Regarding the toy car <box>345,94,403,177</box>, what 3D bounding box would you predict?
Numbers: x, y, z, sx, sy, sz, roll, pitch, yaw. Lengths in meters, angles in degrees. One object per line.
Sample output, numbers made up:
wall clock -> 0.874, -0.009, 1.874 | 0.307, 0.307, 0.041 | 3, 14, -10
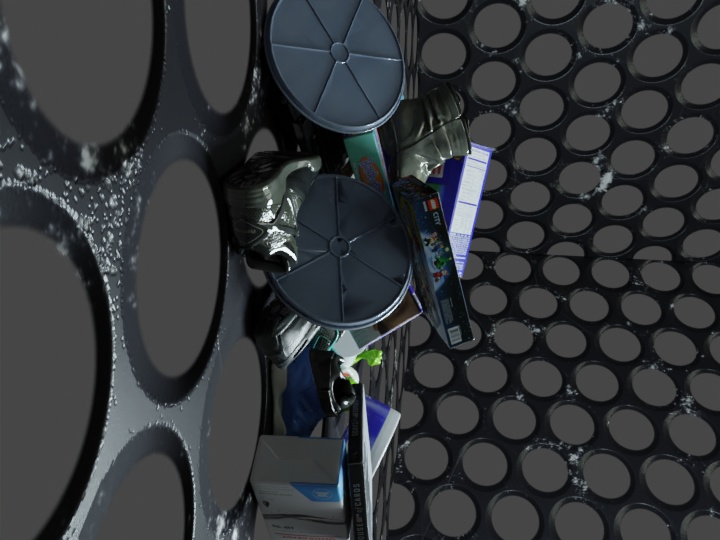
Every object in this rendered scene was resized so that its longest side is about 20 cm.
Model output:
toy car -> 0.035, -0.256, 1.355 | 0.175, 0.146, 0.206 | -41, 134, -77

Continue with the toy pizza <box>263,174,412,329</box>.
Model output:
toy pizza -> -0.030, -0.023, 0.877 | 0.032, 0.195, 0.205 | 129, -29, -63

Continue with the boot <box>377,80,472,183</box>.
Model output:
boot -> 0.101, -0.155, 1.013 | 0.068, 0.127, 0.204 | -86, 162, -70

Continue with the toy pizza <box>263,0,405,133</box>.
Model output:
toy pizza -> -0.032, -0.266, 0.891 | 0.032, 0.196, 0.205 | -23, -123, 59

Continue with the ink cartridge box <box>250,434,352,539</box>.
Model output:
ink cartridge box -> -0.070, 0.304, 0.948 | 0.203, 0.113, 0.069 | 83, 10, -45

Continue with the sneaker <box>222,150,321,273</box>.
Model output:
sneaker -> -0.095, -0.071, 0.806 | 0.200, 0.074, 0.117 | -63, 156, -63

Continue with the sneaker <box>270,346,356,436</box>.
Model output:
sneaker -> -0.062, 0.200, 0.987 | 0.077, 0.108, 0.205 | -64, 156, -68

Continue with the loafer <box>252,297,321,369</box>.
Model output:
loafer -> -0.061, 0.041, 0.913 | 0.201, 0.067, 0.071 | -49, 127, -39

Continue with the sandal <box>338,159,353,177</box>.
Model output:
sandal -> -0.030, -0.170, 1.156 | 0.082, 0.053, 0.204 | -114, -158, -55

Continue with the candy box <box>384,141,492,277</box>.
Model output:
candy box -> 0.098, -0.110, 1.112 | 0.076, 0.167, 0.205 | 5, 100, -50

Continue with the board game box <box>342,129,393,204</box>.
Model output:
board game box -> 0.005, -0.195, 1.021 | 0.154, 0.044, 0.203 | 71, 9, -48

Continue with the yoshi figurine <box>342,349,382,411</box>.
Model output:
yoshi figurine -> -0.025, 0.165, 1.282 | 0.111, 0.110, 0.206 | -16, 112, -64

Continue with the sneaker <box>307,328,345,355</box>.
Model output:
sneaker -> -0.062, 0.066, 1.005 | 0.078, 0.089, 0.204 | -73, 163, -61

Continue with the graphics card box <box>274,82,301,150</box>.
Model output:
graphics card box -> -0.069, -0.250, 0.992 | 0.200, 0.049, 0.129 | 63, 31, -72

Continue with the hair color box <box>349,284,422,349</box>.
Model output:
hair color box -> 0.000, 0.000, 1.058 | 0.203, 0.108, 0.065 | 61, 8, 3

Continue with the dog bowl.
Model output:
dog bowl -> -0.005, 0.330, 1.282 | 0.203, 0.078, 0.200 | -62, 174, -11

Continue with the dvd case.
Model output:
dvd case -> 0.000, 0.272, 0.985 | 0.201, 0.024, 0.154 | -90, 176, -71

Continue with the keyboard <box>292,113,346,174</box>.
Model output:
keyboard -> -0.063, -0.156, 0.976 | 0.128, 0.020, 0.201 | -51, 164, -12

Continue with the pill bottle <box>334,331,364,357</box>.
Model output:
pill bottle -> -0.022, 0.033, 1.183 | 0.118, 0.113, 0.203 | 83, 13, -49

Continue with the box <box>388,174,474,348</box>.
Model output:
box -> 0.093, -0.016, 0.951 | 0.137, 0.037, 0.204 | -119, -168, -71
